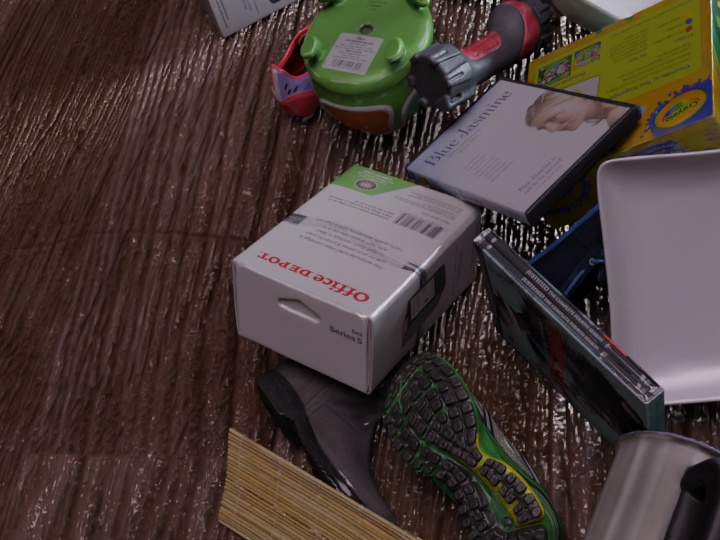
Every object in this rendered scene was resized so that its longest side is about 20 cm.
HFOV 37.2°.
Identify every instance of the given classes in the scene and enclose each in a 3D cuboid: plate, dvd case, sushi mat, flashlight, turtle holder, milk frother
[{"bbox_3d":[0.292,0.002,0.842,0.196,0.203,0.032,-5,11,13],"label":"plate"},{"bbox_3d":[0.170,0.069,0.869,0.022,0.147,0.200,-35,55,-9],"label":"dvd case"},{"bbox_3d":[-0.037,0.211,0.866,0.198,0.097,0.012,25,25,28],"label":"sushi mat"},{"bbox_3d":[0.122,-0.227,1.090,0.067,0.069,0.199,20,37,35],"label":"flashlight"},{"bbox_3d":[0.014,-0.231,1.126,0.138,0.133,0.188,-11,53,7],"label":"turtle holder"},{"bbox_3d":[0.252,0.244,0.752,0.199,0.180,0.190,37,63,-14],"label":"milk frother"},{"bbox_3d":[0.142,-0.116,0.982,0.143,0.018,0.199,-44,32,-11],"label":"dvd case"}]

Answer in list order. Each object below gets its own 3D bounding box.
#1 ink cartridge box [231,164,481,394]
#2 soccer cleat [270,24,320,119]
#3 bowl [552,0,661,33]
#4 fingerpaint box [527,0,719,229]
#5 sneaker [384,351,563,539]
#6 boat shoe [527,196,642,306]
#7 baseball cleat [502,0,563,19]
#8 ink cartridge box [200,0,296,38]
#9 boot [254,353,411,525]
[{"bbox_3d":[0.000,0.000,0.958,0.144,0.085,0.200,21,40,26],"label":"ink cartridge box"},{"bbox_3d":[-0.031,-0.257,1.189,0.066,0.077,0.201,24,65,27],"label":"soccer cleat"},{"bbox_3d":[0.298,-0.307,1.116,0.198,0.075,0.201,28,64,4],"label":"bowl"},{"bbox_3d":[0.251,-0.150,0.996,0.198,0.073,0.169,-20,46,38],"label":"fingerpaint box"},{"bbox_3d":[0.089,0.155,0.872,0.078,0.085,0.201,-40,61,13],"label":"sneaker"},{"bbox_3d":[0.216,-0.011,0.927,0.083,0.200,0.069,-4,59,-43],"label":"boat shoe"},{"bbox_3d":[0.166,-0.347,1.206,0.198,0.070,0.107,22,64,25],"label":"baseball cleat"},{"bbox_3d":[-0.116,-0.394,1.301,0.198,0.085,0.146,-28,54,-6],"label":"ink cartridge box"},{"bbox_3d":[0.006,0.127,0.924,0.130,0.070,0.201,-30,59,-15],"label":"boot"}]
